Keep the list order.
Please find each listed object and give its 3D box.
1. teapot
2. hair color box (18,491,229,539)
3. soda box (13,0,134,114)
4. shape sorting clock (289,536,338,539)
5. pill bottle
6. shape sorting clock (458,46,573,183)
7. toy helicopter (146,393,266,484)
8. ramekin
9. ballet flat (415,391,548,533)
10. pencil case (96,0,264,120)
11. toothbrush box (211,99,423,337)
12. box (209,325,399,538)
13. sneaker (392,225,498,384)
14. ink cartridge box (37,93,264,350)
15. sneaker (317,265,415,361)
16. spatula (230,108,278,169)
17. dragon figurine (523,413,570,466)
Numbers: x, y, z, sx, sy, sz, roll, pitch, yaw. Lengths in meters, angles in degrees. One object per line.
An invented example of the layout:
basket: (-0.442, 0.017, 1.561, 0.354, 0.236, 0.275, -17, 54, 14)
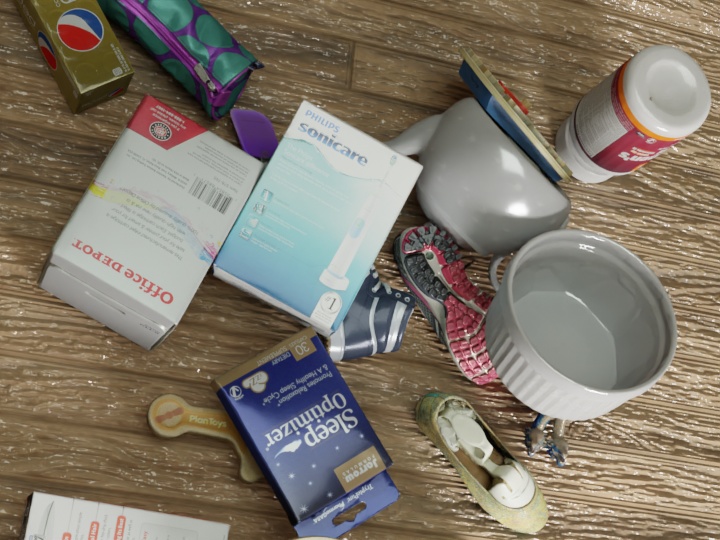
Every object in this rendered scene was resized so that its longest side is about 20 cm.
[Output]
teapot: (0.134, -0.085, 1.537, 0.146, 0.197, 0.200, -44, 54, 11)
hair color box: (-0.239, 0.291, 1.346, 0.199, 0.064, 0.111, 13, 72, -16)
soda box: (-0.325, -0.278, 1.476, 0.068, 0.064, 0.201, -27, 85, -23)
shape sorting clock: (-0.047, 0.360, 1.317, 0.199, 0.039, 0.201, 1, 88, -22)
pill bottle: (0.313, -0.177, 1.592, 0.109, 0.200, 0.110, 5, 73, -17)
shape sorting clock: (0.180, -0.180, 1.562, 0.039, 0.200, 0.200, -43, 92, 12)
toy helicopter: (-0.123, 0.155, 1.419, 0.199, 0.079, 0.133, 11, 70, -13)
ramekin: (0.228, 0.066, 1.461, 0.199, 0.105, 0.201, 10, 55, -15)
ballet flat: (0.140, 0.212, 1.497, 0.200, 0.071, 0.071, 48, 66, -2)
pencil case: (-0.204, -0.263, 1.499, 0.200, 0.092, 0.085, 43, 109, -2)
toothbrush box: (-0.046, -0.053, 1.421, 0.146, 0.085, 0.201, 28, 81, -4)
box: (-0.051, 0.170, 1.376, 0.121, 0.032, 0.201, -28, 83, -24)
sneaker: (0.106, 0.035, 1.536, 0.080, 0.075, 0.201, -31, 100, -14)
ink cartridge box: (-0.219, -0.045, 1.402, 0.145, 0.145, 0.201, 31, 67, -9)
sneaker: (0.000, 0.000, 1.506, 0.108, 0.070, 0.201, -1, 81, -16)
spatula: (-0.107, -0.086, 1.518, 0.056, 0.021, 0.201, -1, 78, -42)
dragon figurine: (0.222, 0.122, 1.554, 0.059, 0.100, 0.201, 14, 52, -13)
